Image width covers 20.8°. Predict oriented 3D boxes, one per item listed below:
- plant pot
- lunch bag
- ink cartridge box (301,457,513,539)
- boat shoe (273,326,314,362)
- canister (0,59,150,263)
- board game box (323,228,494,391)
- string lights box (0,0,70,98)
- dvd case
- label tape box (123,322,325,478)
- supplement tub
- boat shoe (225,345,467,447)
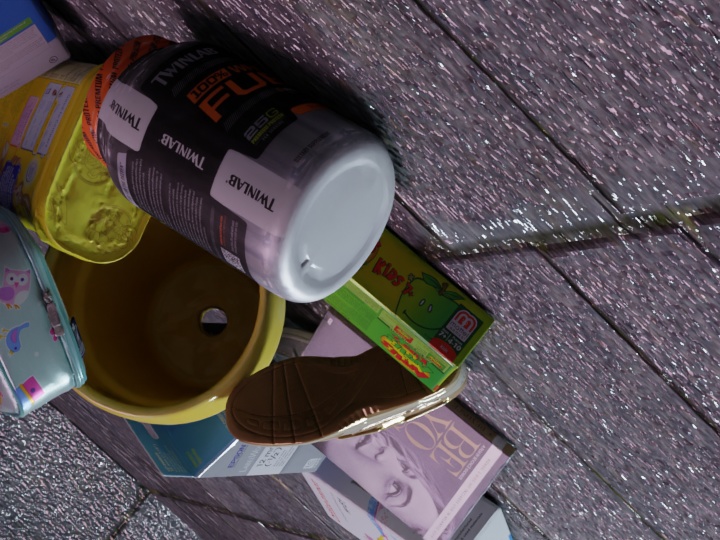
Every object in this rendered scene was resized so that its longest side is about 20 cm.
[{"bbox_3d":[-0.149,0.034,1.662,0.200,0.202,0.189,36,180,15],"label":"plant pot"},{"bbox_3d":[-0.288,0.016,1.519,0.200,0.077,0.162,24,134,57],"label":"lunch bag"},{"bbox_3d":[0.047,0.236,1.923,0.199,0.085,0.145,34,164,27],"label":"ink cartridge box"},{"bbox_3d":[-0.007,0.124,1.772,0.201,0.065,0.075,37,165,12],"label":"boat shoe"},{"bbox_3d":[-0.227,-0.094,1.536,0.086,0.150,0.200,24,177,-30],"label":"canister"},{"bbox_3d":[0.000,0.000,1.445,0.200,0.048,0.102,40,165,3],"label":"board game box"},{"bbox_3d":[-0.309,-0.213,1.461,0.059,0.102,0.201,60,179,39],"label":"string lights box"},{"bbox_3d":[0.024,0.138,1.698,0.199,0.016,0.149,38,133,7],"label":"dvd case"},{"bbox_3d":[-0.130,0.117,1.798,0.199,0.066,0.144,6,-143,-49],"label":"label tape box"},{"bbox_3d":[-0.085,-0.074,1.300,0.199,0.123,0.123,31,162,29],"label":"supplement tub"},{"bbox_3d":[-0.007,0.103,1.547,0.198,0.074,0.069,-13,157,16],"label":"boat shoe"}]
